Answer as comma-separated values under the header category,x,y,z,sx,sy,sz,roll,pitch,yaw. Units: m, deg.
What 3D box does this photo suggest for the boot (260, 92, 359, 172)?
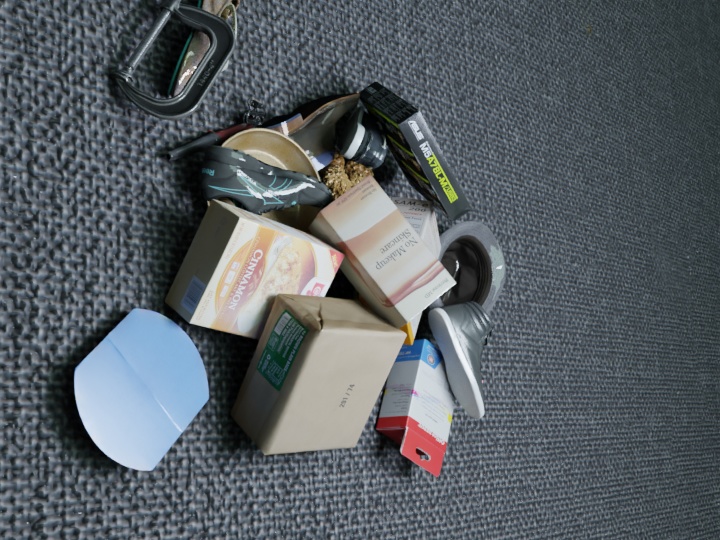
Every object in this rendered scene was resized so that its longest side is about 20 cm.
category,x,y,z,sx,sy,sz,roll,pitch,yaw
boot,-0.067,-0.211,1.475,0.200,0.075,0.097,-31,114,-37

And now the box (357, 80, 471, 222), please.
category,x,y,z,sx,sy,sz,roll,pitch,yaw
box,0.084,-0.191,1.502,0.047,0.200,0.193,-32,119,-3

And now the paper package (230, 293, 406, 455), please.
category,x,y,z,sx,sy,sz,roll,pitch,yaw
paper package,-0.059,0.146,1.315,0.190,0.103,0.200,6,113,-49

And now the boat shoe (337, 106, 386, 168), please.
category,x,y,z,sx,sy,sz,roll,pitch,yaw
boat shoe,0.005,-0.204,1.490,0.060,0.076,0.200,28,22,-12

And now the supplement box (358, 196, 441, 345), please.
category,x,y,z,sx,sy,sz,roll,pitch,yaw
supplement box,0.066,0.000,1.507,0.126,0.073,0.200,74,29,-52

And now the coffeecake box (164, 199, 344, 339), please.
category,x,y,z,sx,sy,sz,roll,pitch,yaw
coffeecake box,-0.140,0.009,1.286,0.200,0.073,0.154,19,100,-46

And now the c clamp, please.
category,x,y,z,sx,sy,sz,roll,pitch,yaw
c clamp,-0.259,-0.293,1.249,0.171,0.027,0.200,21,68,-1

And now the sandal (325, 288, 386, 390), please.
category,x,y,z,sx,sy,sz,roll,pitch,yaw
sandal,-0.009,0.106,1.470,0.048,0.075,0.201,-49,119,-46

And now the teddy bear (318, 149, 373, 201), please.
category,x,y,z,sx,sy,sz,roll,pitch,yaw
teddy bear,-0.022,-0.109,1.471,0.145,0.067,0.200,35,46,-17

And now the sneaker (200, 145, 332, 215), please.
category,x,y,z,sx,sy,sz,roll,pitch,yaw
sneaker,-0.133,-0.112,1.317,0.200,0.075,0.079,16,88,-29

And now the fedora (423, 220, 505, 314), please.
category,x,y,z,sx,sy,sz,roll,pitch,yaw
fedora,0.160,0.011,1.674,0.177,0.090,0.200,54,55,-25

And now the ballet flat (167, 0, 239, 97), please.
category,x,y,z,sx,sy,sz,roll,pitch,yaw
ballet flat,-0.210,-0.316,1.313,0.067,0.068,0.200,17,66,-10

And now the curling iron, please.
category,x,y,z,sx,sy,sz,roll,pitch,yaw
curling iron,-0.203,-0.196,1.334,0.200,0.026,0.050,-36,147,-43

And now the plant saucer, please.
category,x,y,z,sx,sy,sz,roll,pitch,yaw
plant saucer,-0.142,-0.103,1.365,0.200,0.035,0.201,5,81,-38

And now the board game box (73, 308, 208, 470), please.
category,x,y,z,sx,sy,sz,roll,pitch,yaw
board game box,-0.280,0.147,1.176,0.158,0.039,0.200,56,40,-19

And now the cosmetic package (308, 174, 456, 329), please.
category,x,y,z,sx,sy,sz,roll,pitch,yaw
cosmetic package,0.030,-0.022,1.360,0.103,0.087,0.200,-39,89,-20

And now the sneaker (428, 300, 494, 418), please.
category,x,y,z,sx,sy,sz,roll,pitch,yaw
sneaker,0.191,0.142,1.580,0.099,0.071,0.200,-23,96,-29

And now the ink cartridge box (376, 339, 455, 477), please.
category,x,y,z,sx,sy,sz,roll,pitch,yaw
ink cartridge box,0.095,0.230,1.572,0.116,0.067,0.200,39,54,-38

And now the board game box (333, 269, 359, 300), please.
category,x,y,z,sx,sy,sz,roll,pitch,yaw
board game box,0.000,0.000,1.538,0.120,0.032,0.200,-36,110,-44
